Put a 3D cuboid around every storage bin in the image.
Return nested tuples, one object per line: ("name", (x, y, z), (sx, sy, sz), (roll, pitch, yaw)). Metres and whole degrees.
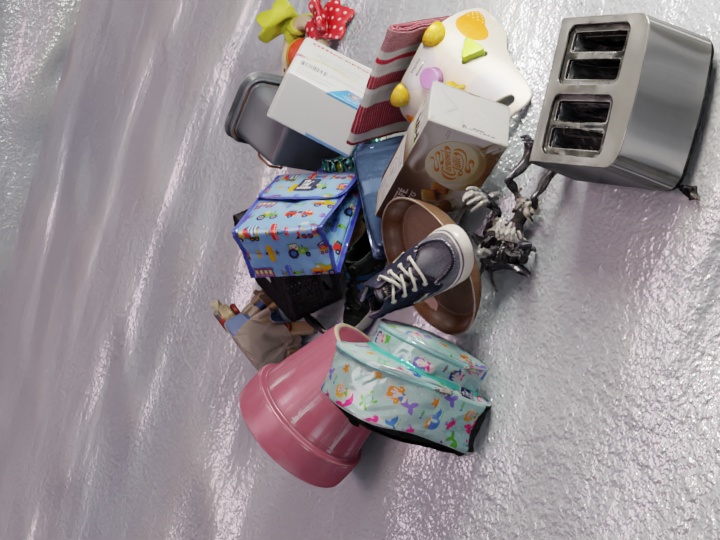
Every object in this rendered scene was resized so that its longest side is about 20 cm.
("storage bin", (-0.106, -0.222, 1.880), (0.134, 0.199, 0.146), (48, 121, 42))
("storage bin", (-0.121, -0.022, 1.858), (0.200, 0.093, 0.136), (44, 154, 55))

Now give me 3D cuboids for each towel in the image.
("towel", (0.056, -0.109, 1.666), (0.049, 0.111, 0.201), (81, 179, -54))
("towel", (0.061, -0.273, 1.648), (0.023, 0.143, 0.201), (45, 133, 26))

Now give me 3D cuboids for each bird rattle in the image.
("bird rattle", (-0.090, -0.408, 2.035), (0.199, 0.112, 0.164), (16, 105, 45))

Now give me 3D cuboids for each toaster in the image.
("toaster", (0.298, -0.188, 1.293), (0.200, 0.118, 0.182), (17, 94, 58))

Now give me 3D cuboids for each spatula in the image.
("spatula", (-0.048, 0.095, 1.801), (0.021, 0.057, 0.200), (-48, 28, -13))

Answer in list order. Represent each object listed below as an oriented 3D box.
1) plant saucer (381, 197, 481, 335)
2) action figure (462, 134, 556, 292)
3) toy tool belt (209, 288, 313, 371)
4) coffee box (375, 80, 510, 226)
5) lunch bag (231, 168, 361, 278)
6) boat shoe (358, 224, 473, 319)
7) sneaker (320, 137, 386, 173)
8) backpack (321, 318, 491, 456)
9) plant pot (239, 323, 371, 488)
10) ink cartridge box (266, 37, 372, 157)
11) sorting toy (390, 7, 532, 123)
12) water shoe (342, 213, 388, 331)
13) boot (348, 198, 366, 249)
("plant saucer", (0.099, -0.010, 1.517), (0.200, 0.034, 0.201), (43, 148, 35))
("action figure", (0.185, -0.071, 1.447), (0.119, 0.102, 0.201), (40, 112, 42))
("toy tool belt", (-0.163, 0.090, 1.948), (0.123, 0.125, 0.200), (-37, 38, -9))
("coffee box", (0.107, -0.145, 1.526), (0.200, 0.114, 0.080), (121, 163, -49))
("lunch bag", (-0.082, -0.087, 1.732), (0.149, 0.095, 0.201), (-3, 38, 23))
("boat shoe", (0.067, 0.010, 1.447), (0.075, 0.092, 0.200), (59, 153, 10))
("sneaker", (-0.024, -0.155, 1.822), (0.200, 0.079, 0.078), (-43, 45, 41))
("backpack", (0.056, 0.149, 1.478), (0.177, 0.199, 0.152), (27, 103, 58))
("plant pot", (-0.046, 0.184, 1.656), (0.179, 0.199, 0.200), (-46, 41, 17))
("ink cartridge box", (-0.052, -0.274, 1.778), (0.085, 0.144, 0.200), (-60, 8, 27))
("sorting toy", (0.152, -0.241, 1.586), (0.180, 0.106, 0.201), (45, 119, 32))
("water shoe", (0.000, 0.000, 1.731), (0.072, 0.078, 0.201), (45, 117, 54))
("boot", (-0.039, -0.067, 1.830), (0.199, 0.073, 0.076), (-6, 81, 54))
